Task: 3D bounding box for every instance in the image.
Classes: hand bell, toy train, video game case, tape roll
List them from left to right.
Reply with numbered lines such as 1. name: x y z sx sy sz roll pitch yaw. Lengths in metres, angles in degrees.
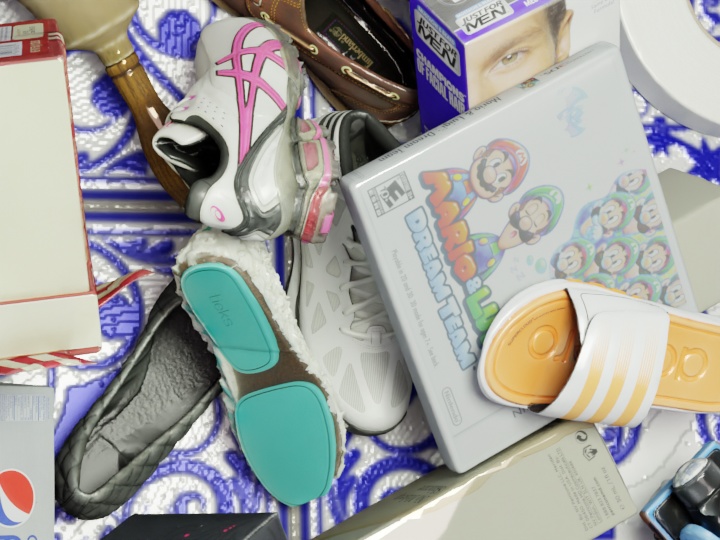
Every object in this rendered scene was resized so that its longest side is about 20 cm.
1. hand bell: -0.139 -0.117 1.333 0.104 0.104 0.200 -34 105 -16
2. video game case: 0.099 -0.007 1.293 0.182 0.024 0.200 -28 116 -15
3. tape roll: 0.254 -0.186 1.461 0.203 0.037 0.203 2 84 -14
4. toy train: 0.254 0.196 1.382 0.087 0.114 0.200 -44 97 -18

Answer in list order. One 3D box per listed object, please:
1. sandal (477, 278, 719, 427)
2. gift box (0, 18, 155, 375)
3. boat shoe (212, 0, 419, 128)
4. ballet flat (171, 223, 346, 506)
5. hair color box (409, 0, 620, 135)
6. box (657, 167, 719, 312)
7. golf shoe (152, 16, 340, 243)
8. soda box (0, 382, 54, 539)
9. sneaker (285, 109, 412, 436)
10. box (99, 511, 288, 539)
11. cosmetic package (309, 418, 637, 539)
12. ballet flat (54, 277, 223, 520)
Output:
1. sandal: 0.167 0.053 1.299 0.207 0.059 0.079 5 104 -28
2. gift box: -0.217 -0.030 1.216 0.200 0.185 0.187 -4 105 -3
3. boat shoe: -0.033 -0.170 1.364 0.200 0.070 0.070 41 70 -7
4. ballet flat: -0.052 0.048 1.317 0.072 0.072 0.200 -30 126 -16
5. hair color box: 0.095 -0.102 1.330 0.109 0.200 0.065 -28 51 -16
6. box: 0.140 0.014 1.379 0.200 0.082 0.068 -27 113 -15
7. golf shoe: -0.076 -0.090 1.285 0.092 0.200 0.073 3 123 -19
8. soda box: -0.218 0.165 1.272 0.063 0.068 0.200 4 82 -43
9. sneaker: 0.000 0.000 1.332 0.076 0.115 0.201 -10 87 -16
10. box: -0.128 0.225 1.221 0.200 0.122 0.106 -37 114 -45
11. cosmetic package: 0.053 0.162 1.338 0.200 0.104 0.073 -27 92 -17
12. ballet flat: -0.112 0.066 1.325 0.066 0.057 0.200 36 74 -11
